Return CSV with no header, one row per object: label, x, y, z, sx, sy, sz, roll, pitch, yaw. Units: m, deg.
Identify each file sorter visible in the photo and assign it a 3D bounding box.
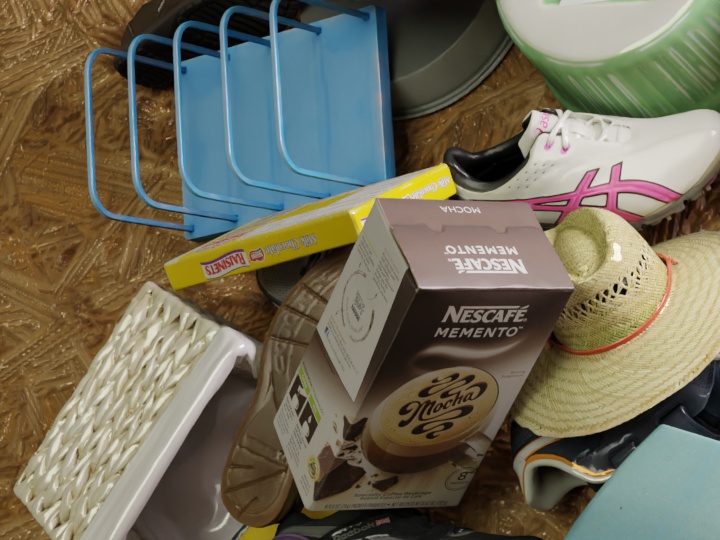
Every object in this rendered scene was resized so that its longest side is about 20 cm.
file sorter,-0.091,-0.112,1.626,0.199,0.122,0.140,-11,77,39

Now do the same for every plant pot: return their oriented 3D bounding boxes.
plant pot,0.190,0.205,1.328,0.140,0.141,0.201,15,75,37

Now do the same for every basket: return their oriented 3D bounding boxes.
basket,-0.132,0.125,1.582,0.123,0.135,0.201,34,92,40

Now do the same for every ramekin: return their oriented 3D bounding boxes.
ramekin,0.186,-0.199,1.515,0.199,0.098,0.202,-13,65,30

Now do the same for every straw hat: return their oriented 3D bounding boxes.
straw hat,0.148,0.008,1.403,0.200,0.085,0.201,-32,21,14

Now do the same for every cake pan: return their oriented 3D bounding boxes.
cake pan,0.036,-0.211,1.662,0.199,0.037,0.202,-13,65,30

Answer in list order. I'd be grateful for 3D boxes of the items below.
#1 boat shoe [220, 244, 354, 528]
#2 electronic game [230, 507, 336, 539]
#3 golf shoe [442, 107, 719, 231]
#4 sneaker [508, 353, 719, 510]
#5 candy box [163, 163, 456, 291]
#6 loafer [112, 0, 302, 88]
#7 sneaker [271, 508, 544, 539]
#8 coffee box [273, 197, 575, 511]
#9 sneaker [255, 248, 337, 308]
boat shoe,-0.026,0.080,1.515,0.072,0.072,0.202,23,94,31
electronic game,-0.025,0.239,1.514,0.198,0.042,0.202,-12,64,25
golf shoe,0.148,-0.069,1.486,0.199,0.092,0.073,-19,37,25
sneaker,0.183,0.100,1.412,0.199,0.078,0.080,-20,58,35
candy box,-0.037,-0.028,1.539,0.199,0.102,0.027,-14,102,47
loafer,-0.120,-0.207,1.729,0.199,0.073,0.072,-20,54,41
sneaker,0.029,0.176,1.455,0.198,0.076,0.088,-10,56,18
coffee box,0.036,0.054,1.393,0.201,0.112,0.080,-66,35,38
sneaker,0.000,0.000,1.572,0.199,0.085,0.078,6,74,36
